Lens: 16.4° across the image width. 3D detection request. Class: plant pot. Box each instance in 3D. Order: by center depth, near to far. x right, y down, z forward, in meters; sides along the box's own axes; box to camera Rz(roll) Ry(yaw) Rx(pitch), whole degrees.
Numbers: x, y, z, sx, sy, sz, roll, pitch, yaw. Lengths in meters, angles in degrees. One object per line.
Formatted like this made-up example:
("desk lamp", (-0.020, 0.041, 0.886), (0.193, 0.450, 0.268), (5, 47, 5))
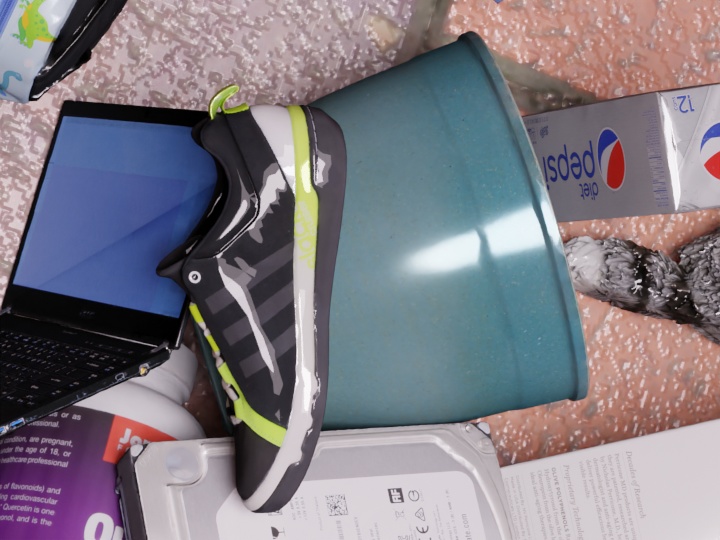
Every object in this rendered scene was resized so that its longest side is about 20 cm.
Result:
("plant pot", (0.000, 0.000, 1.300), (0.187, 0.200, 0.201), (-18, 96, -4))

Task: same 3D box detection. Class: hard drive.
("hard drive", (-0.014, 0.148, 1.227), (0.199, 0.038, 0.141), (-1, 65, -24))

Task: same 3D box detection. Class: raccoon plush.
("raccoon plush", (0.224, -0.031, 1.426), (0.199, 0.097, 0.135), (20, 75, -18))

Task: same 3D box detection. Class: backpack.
("backpack", (-0.158, -0.185, 1.267), (0.153, 0.163, 0.202), (13, 92, -10))

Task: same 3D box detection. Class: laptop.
("laptop", (-0.171, -0.002, 1.227), (0.199, 0.177, 0.104), (-24, 108, -32))

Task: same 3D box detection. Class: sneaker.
("sneaker", (-0.058, 0.013, 1.179), (0.082, 0.072, 0.202), (4, 96, -13))

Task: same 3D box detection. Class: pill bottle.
("pill bottle", (-0.143, 0.131, 1.270), (0.112, 0.112, 0.201), (20, 68, -18))

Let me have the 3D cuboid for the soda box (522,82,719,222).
("soda box", (0.149, -0.062, 1.338), (0.068, 0.200, 0.064), (-9, 92, -20))

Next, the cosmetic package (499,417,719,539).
("cosmetic package", (0.171, 0.131, 1.351), (0.198, 0.108, 0.085), (-14, 80, 4))

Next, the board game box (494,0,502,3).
("board game box", (0.031, -0.257, 1.357), (0.200, 0.035, 0.136), (39, 51, -15))
